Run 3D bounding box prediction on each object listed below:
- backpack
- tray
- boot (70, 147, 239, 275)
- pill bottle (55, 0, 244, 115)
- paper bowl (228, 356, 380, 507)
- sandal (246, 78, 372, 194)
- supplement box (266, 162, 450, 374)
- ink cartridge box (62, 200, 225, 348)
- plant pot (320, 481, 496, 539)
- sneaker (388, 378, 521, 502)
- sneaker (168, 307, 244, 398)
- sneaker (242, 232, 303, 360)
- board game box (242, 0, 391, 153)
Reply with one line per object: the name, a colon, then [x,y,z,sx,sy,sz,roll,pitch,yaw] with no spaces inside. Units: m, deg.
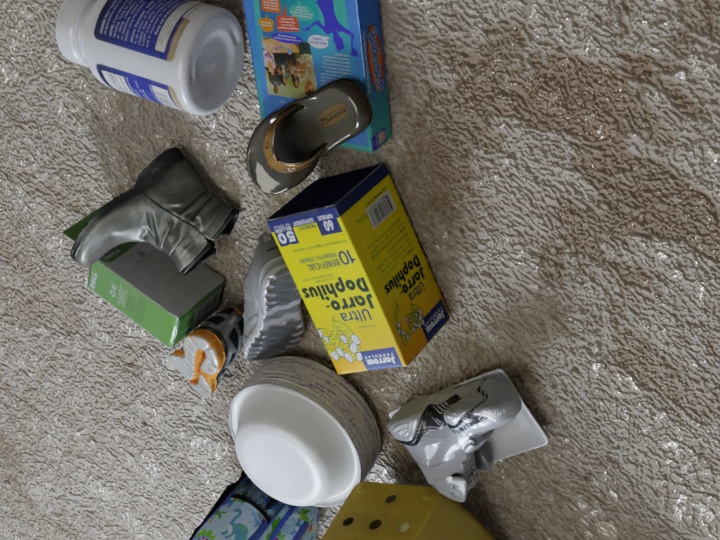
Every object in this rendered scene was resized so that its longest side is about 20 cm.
backpack: [-0.152,0.383,1.728,0.146,0.200,0.185,29,131,18]
tray: [0.129,0.182,1.509,0.199,0.022,0.108,-28,99,45]
boot: [-0.254,-0.042,1.560,0.200,0.068,0.131,-42,87,7]
pill bottle: [-0.241,-0.257,1.429,0.198,0.120,0.121,20,129,25]
paper bowl: [-0.080,0.220,1.625,0.198,0.105,0.203,17,130,21]
sandal: [-0.065,-0.137,1.359,0.199,0.055,0.082,-24,104,45]
supplement box: [0.000,0.000,1.424,0.108,0.109,0.202,-10,112,40]
ink cartridge box: [-0.285,0.002,1.645,0.199,0.104,0.060,34,133,14]
plant pot: [0.050,0.373,1.550,0.198,0.201,0.178,-2,127,38]
sneaker: [0.126,0.196,1.455,0.199,0.075,0.116,-19,107,48]
sneaker: [-0.196,0.108,1.673,0.078,0.077,0.200,44,154,-2]
sneaker: [-0.111,0.036,1.577,0.201,0.074,0.083,109,145,-46]
board game box: [-0.048,-0.235,1.349,0.150,0.045,0.203,13,126,29]
